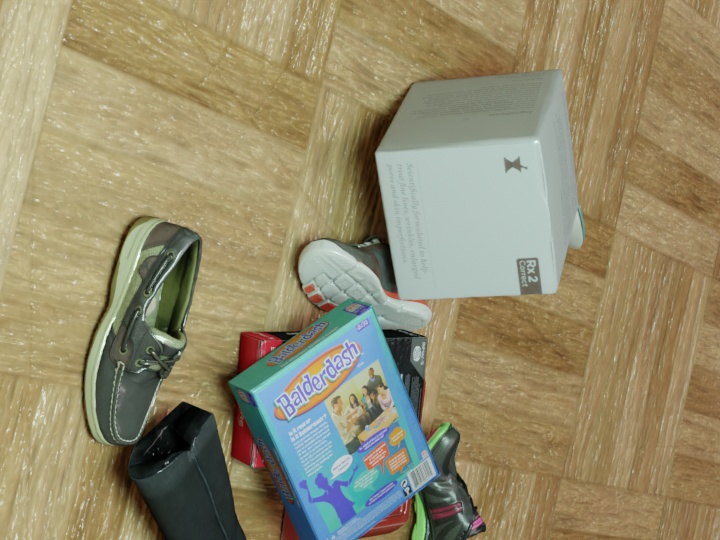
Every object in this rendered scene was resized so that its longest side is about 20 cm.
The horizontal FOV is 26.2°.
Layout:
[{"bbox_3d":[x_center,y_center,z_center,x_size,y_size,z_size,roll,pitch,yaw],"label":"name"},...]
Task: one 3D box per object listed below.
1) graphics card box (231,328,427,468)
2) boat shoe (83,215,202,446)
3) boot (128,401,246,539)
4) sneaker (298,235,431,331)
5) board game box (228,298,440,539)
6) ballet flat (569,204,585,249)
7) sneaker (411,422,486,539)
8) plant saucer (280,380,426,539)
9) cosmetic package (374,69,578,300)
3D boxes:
[{"bbox_3d":[-0.029,0.122,1.519,0.199,0.051,0.126,0,98,-34],"label":"graphics card box"},{"bbox_3d":[-0.182,0.055,1.327,0.072,0.066,0.202,15,86,-56],"label":"boat shoe"},{"bbox_3d":[-0.162,0.240,1.370,0.201,0.065,0.165,82,26,-43],"label":"boot"},{"bbox_3d":[0.000,0.000,1.575,0.200,0.077,0.082,36,43,-52],"label":"sneaker"},{"bbox_3d":[-0.021,0.151,1.471,0.152,0.045,0.201,-33,116,-26],"label":"board game box"},{"bbox_3d":[0.211,-0.105,1.828,0.069,0.069,0.201,-41,125,-40],"label":"ballet flat"},{"bbox_3d":[0.102,0.262,1.732,0.077,0.083,0.201,-40,133,-62],"label":"sneaker"},{"bbox_3d":[0.003,0.192,1.632,0.199,0.037,0.201,3,96,-53],"label":"plant saucer"},{"bbox_3d":[0.123,-0.089,1.569,0.200,0.164,0.166,-62,145,-60],"label":"cosmetic package"}]
